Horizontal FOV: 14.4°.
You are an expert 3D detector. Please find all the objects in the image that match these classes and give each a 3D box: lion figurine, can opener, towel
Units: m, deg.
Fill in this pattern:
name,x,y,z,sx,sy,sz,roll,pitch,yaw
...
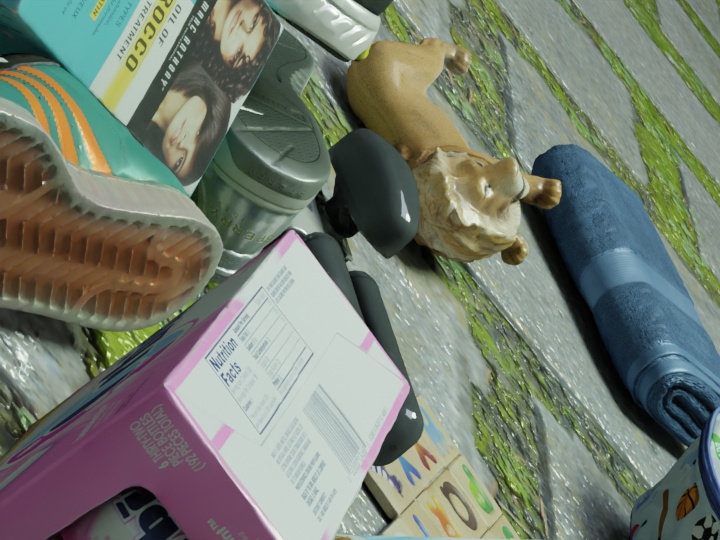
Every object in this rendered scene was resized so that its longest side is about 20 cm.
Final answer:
name,x,y,z,sx,sy,sz,roll,pitch,yaw
lion figurine,0.035,-0.070,1.510,0.122,0.073,0.200,18,23,-45
can opener,0.000,0.000,1.230,0.053,0.067,0.200,44,15,-32
towel,0.165,0.019,1.726,0.112,0.048,0.201,38,24,-48

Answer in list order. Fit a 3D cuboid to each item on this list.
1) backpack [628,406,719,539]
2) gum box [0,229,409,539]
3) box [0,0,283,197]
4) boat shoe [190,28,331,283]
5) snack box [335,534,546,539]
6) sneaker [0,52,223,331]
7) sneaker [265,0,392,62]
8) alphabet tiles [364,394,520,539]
name,x,y,z,sx,sy,sz,roll,pitch,yaw
backpack,0.232,0.156,1.433,0.190,0.155,0.200,26,20,-11
gum box,-0.061,0.066,0.820,0.066,0.113,0.200,53,15,-5
box,-0.092,-0.100,1.043,0.049,0.083,0.200,25,-9,20
boat shoe,-0.060,-0.067,1.226,0.074,0.065,0.202,25,22,-24
snack box,0.057,0.119,0.930,0.116,0.199,0.037,-57,147,-78
sneaker,-0.126,-0.036,0.946,0.080,0.071,0.200,50,11,29
sneaker,-0.049,-0.166,1.123,0.200,0.085,0.074,37,0,-40
alphabet tiles,0.050,0.139,1.206,0.168,0.008,0.200,55,15,1
